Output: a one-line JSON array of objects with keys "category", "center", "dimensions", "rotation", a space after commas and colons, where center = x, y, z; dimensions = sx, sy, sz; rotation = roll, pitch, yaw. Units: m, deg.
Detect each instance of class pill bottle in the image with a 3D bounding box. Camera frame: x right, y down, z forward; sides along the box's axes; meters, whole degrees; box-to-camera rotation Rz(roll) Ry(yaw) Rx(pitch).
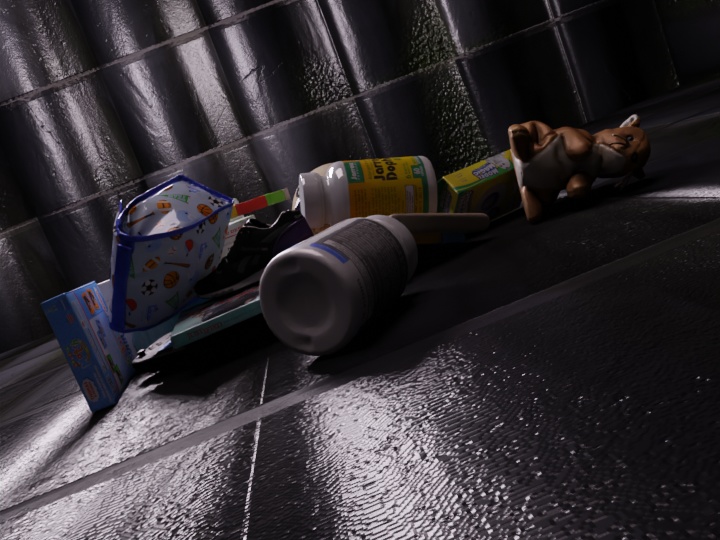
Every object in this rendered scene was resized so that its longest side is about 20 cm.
[{"category": "pill bottle", "center": [-0.013, 0.006, 0.738], "dimensions": [0.113, 0.114, 0.200], "rotation": [-17, 9, 29]}, {"category": "pill bottle", "center": [0.009, -0.113, 1.029], "dimensions": [0.199, 0.114, 0.113], "rotation": [-5, 5, -9]}]

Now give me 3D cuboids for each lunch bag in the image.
[{"category": "lunch bag", "center": [-0.292, -0.024, 0.975], "dimensions": [0.123, 0.171, 0.200], "rotation": [23, 33, 9]}]

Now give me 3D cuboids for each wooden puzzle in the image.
[{"category": "wooden puzzle", "center": [0.067, -0.046, 1.014], "dimensions": [0.184, 0.038, 0.200], "rotation": [-3, -8, -29]}]

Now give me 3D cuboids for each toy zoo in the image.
[{"category": "toy zoo", "center": [-0.233, -0.094, 1.141], "dimensions": [0.199, 0.021, 0.131], "rotation": [-25, 10, -37]}]

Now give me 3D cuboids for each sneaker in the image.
[{"category": "sneaker", "center": [-0.159, -0.027, 0.972], "dimensions": [0.199, 0.088, 0.076], "rotation": [-22, 9, 13]}]

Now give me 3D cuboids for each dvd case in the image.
[{"category": "dvd case", "center": [-0.183, 0.052, 0.921], "dimensions": [0.145, 0.022, 0.200], "rotation": [-23, 8, -8]}]

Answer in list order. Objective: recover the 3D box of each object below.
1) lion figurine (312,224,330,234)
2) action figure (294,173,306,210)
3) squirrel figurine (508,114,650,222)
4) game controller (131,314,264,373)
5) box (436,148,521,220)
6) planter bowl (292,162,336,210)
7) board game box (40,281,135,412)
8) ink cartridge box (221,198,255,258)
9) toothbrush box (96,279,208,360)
[{"category": "lion figurine", "center": [-0.027, -0.068, 1.181], "dimensions": [0.122, 0.073, 0.200], "rotation": [15, -6, -24]}, {"category": "action figure", "center": [-0.112, -0.066, 1.144], "dimensions": [0.130, 0.069, 0.201], "rotation": [11, 66, 54]}, {"category": "squirrel figurine", "center": [0.323, -0.171, 0.997], "dimensions": [0.185, 0.142, 0.200], "rotation": [-13, 12, 13]}, {"category": "game controller", "center": [-0.222, 0.092, 0.933], "dimensions": [0.199, 0.042, 0.104], "rotation": [-18, 24, 23]}, {"category": "box", "center": [0.193, -0.124, 1.113], "dimensions": [0.199, 0.048, 0.118], "rotation": [-23, -33, -23]}, {"category": "planter bowl", "center": [-0.045, -0.100, 1.326], "dimensions": [0.199, 0.201, 0.135], "rotation": [-20, 18, 11]}, {"category": "board game box", "center": [-0.367, 0.097, 0.925], "dimensions": [0.036, 0.152, 0.200], "rotation": [-23, 7, -8]}, {"category": "ink cartridge box", "center": [-0.236, -0.028, 1.253], "dimensions": [0.117, 0.201, 0.067], "rotation": [-24, 8, -22]}, {"category": "toothbrush box", "center": [-0.342, 0.060, 1.139], "dimensions": [0.199, 0.147, 0.085], "rotation": [-24, 7, -15]}]
